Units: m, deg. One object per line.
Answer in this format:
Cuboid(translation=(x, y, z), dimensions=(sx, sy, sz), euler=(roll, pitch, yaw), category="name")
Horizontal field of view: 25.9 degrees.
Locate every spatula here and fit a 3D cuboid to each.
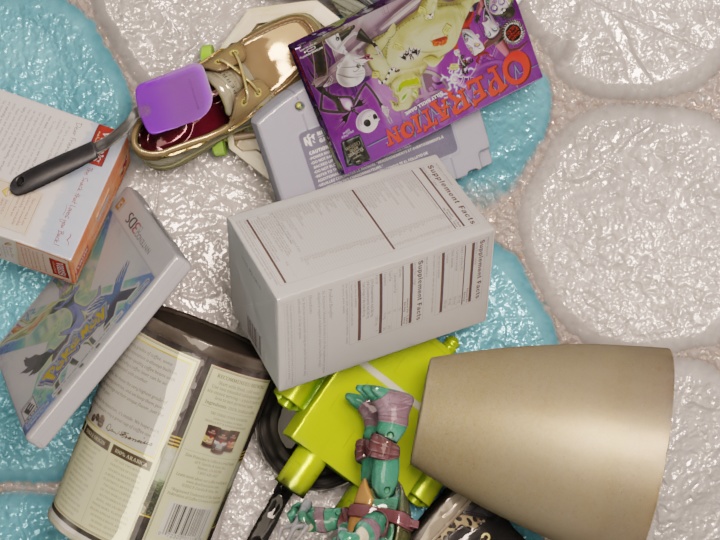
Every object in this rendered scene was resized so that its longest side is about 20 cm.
Cuboid(translation=(-0.216, -0.113, 1.336), dimensions=(0.199, 0.021, 0.057), euler=(-28, 62, 13), category="spatula")

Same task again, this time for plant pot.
Cuboid(translation=(0.147, 0.138, 1.328), dimensions=(0.198, 0.187, 0.189), euler=(12, 92, 2), category="plant pot")

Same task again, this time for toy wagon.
Cuboid(translation=(-0.060, -0.138, 1.412), dimensions=(0.154, 0.040, 0.202), euler=(-6, 92, 4), category="toy wagon")

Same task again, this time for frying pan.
Cuboid(translation=(-0.043, 0.179, 1.419), dimensions=(0.114, 0.031, 0.192), euler=(7, 92, 1), category="frying pan")

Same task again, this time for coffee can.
Cuboid(translation=(-0.171, 0.145, 1.370), dimensions=(0.145, 0.146, 0.202), euler=(23, 93, 3), category="coffee can")

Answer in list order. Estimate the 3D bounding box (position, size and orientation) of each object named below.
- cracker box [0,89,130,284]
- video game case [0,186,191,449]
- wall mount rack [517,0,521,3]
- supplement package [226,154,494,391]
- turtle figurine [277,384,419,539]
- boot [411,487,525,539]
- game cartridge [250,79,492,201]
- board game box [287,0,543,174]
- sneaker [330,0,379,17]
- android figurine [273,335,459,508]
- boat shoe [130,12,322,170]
Cuboid(translation=(-0.321, -0.086, 1.395), dimensions=(0.198, 0.058, 0.135), euler=(19, 65, 4), category="cracker box")
Cuboid(translation=(-0.238, 0.035, 1.364), dimensions=(0.022, 0.182, 0.200), euler=(37, 94, -30), category="video game case")
Cuboid(translation=(0.107, -0.335, 1.379), dimensions=(0.172, 0.075, 0.202), euler=(13, 91, 4), category="wall mount rack")
Cuboid(translation=(0.000, 0.000, 1.323), dimensions=(0.198, 0.110, 0.114), euler=(-17, 46, -18), category="supplement package")
Cuboid(translation=(-0.002, 0.200, 1.289), dimensions=(0.100, 0.149, 0.202), euler=(19, 74, -25), category="turtle figurine")
Cuboid(translation=(0.086, 0.302, 1.398), dimensions=(0.150, 0.073, 0.201), euler=(38, 90, 1), category="boot")
Cuboid(translation=(0.009, -0.122, 1.370), dimensions=(0.198, 0.041, 0.134), euler=(-22, 112, -12), category="game cartridge")
Cuboid(translation=(0.049, -0.179, 1.337), dimensions=(0.199, 0.032, 0.121), euler=(-27, 115, -11), category="board game box")
Cuboid(translation=(-0.032, -0.282, 1.371), dimensions=(0.198, 0.087, 0.078), euler=(21, 62, 5), category="sneaker")
Cuboid(translation=(0.015, 0.128, 1.386), dimensions=(0.181, 0.041, 0.201), euler=(36, 79, -15), category="android figurine")
Cuboid(translation=(-0.115, -0.154, 1.360), dimensions=(0.199, 0.066, 0.074), euler=(-38, 89, 5), category="boat shoe")
